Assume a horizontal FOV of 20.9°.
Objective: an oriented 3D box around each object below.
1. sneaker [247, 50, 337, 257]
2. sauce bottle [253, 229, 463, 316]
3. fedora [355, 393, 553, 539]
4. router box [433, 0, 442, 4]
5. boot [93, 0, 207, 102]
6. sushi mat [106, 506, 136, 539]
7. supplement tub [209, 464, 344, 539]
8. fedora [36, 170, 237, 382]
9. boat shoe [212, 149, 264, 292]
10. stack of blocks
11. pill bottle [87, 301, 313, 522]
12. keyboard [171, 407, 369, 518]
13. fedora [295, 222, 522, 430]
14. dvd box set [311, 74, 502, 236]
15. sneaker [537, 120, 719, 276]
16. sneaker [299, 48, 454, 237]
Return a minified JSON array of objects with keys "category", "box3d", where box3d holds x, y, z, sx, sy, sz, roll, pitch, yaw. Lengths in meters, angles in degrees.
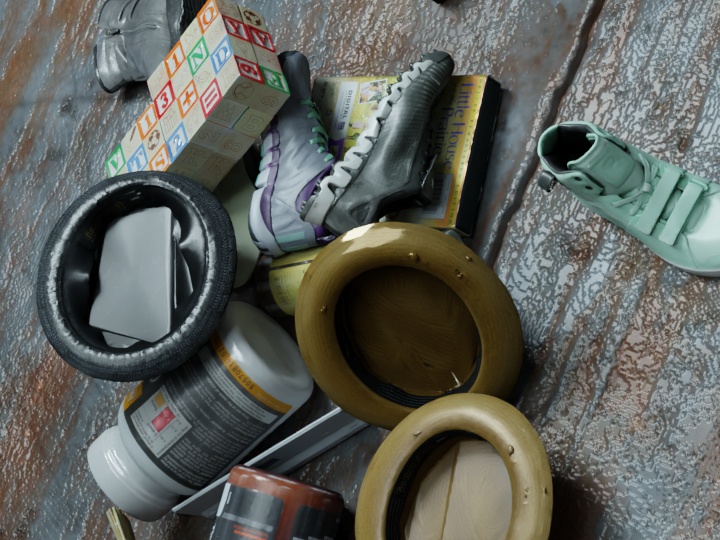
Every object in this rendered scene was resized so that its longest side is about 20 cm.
[{"category":"sneaker","box3d":[-0.044,-0.107,1.769,0.087,0.074,0.201,-3,70,22]},{"category":"sauce bottle","box3d":[0.000,0.000,1.736,0.200,0.065,0.065,-8,69,34]},{"category":"fedora","box3d":[0.090,0.203,1.587,0.200,0.082,0.201,-12,69,34]},{"category":"router box","box3d":[0.086,-0.373,1.809,0.157,0.052,0.200,-36,57,21]},{"category":"boot","box3d":[-0.212,-0.201,1.969,0.131,0.070,0.200,-19,53,33]},{"category":"sushi mat","box3d":[-0.181,0.306,1.724,0.012,0.096,0.200,-23,73,-3]},{"category":"supplement tub","box3d":[-0.089,0.275,1.679,0.107,0.107,0.200,10,80,38]},{"category":"fedora","box3d":[-0.190,0.015,1.737,0.200,0.092,0.201,-4,68,9]},{"category":"boat shoe","box3d":[-0.125,-0.061,1.842,0.071,0.063,0.200,-14,59,2]},{"category":"stack of blocks","box3d":[-0.155,-0.139,1.793,0.200,0.058,0.115,-49,42,28]},{"category":"pill bottle","box3d":[-0.147,0.131,1.766,0.200,0.116,0.116,-42,54,17]},{"category":"keyboard","box3d":[-0.079,0.172,1.739,0.200,0.056,0.011,-33,59,23]},{"category":"fedora","box3d":[0.044,0.040,1.636,0.200,0.201,0.082,-33,16,23]},{"category":"dvd box set","box3d":[0.027,-0.106,1.773,0.200,0.029,0.147,3,75,38]},{"category":"sneaker","box3d":[0.228,-0.058,1.554,0.200,0.118,0.074,25,88,38]},{"category":"sneaker","box3d":[0.037,-0.100,1.705,0.090,0.066,0.200,35,74,4]}]
